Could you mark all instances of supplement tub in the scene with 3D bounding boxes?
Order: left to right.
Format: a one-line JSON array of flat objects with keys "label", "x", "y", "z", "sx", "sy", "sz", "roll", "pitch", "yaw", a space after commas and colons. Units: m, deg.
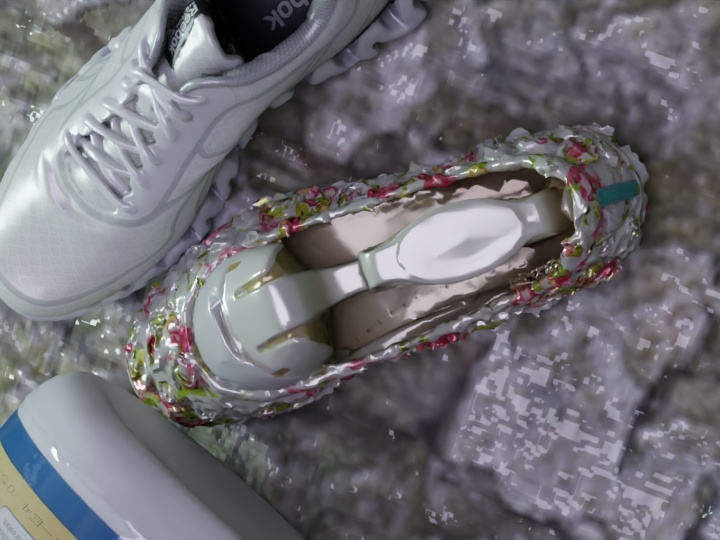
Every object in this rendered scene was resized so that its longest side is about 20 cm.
[{"label": "supplement tub", "x": -0.108, "y": 0.149, "z": 0.962, "sx": 0.145, "sy": 0.145, "sz": 0.200, "roll": 42, "pitch": 92, "yaw": 10}]

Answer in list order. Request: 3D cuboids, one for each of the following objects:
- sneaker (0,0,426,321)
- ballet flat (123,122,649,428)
[{"label": "sneaker", "x": -0.062, "y": -0.059, "z": 0.984, "sx": 0.075, "sy": 0.081, "sz": 0.200, "roll": 47, "pitch": 106, "yaw": 7}, {"label": "ballet flat", "x": 0.000, "y": 0.000, "z": 0.978, "sx": 0.200, "sy": 0.064, "sz": 0.076, "roll": -24, "pitch": 88, "yaw": 17}]
